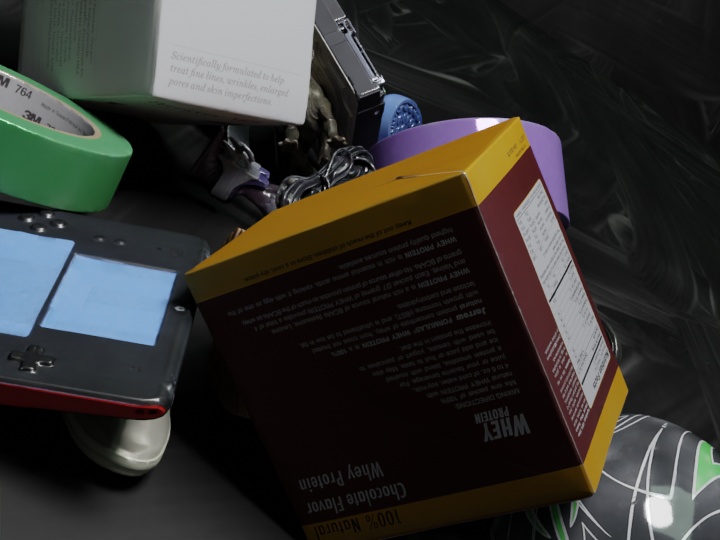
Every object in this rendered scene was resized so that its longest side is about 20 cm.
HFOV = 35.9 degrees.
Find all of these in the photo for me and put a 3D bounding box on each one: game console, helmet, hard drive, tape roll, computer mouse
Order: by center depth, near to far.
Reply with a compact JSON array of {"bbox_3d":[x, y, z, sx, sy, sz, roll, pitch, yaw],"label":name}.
[{"bbox_3d":[-0.189,0.016,0.674,0.176,0.031,0.200,6,29,-3],"label":"game console"},{"bbox_3d":[0.176,0.190,0.726,0.191,0.200,0.200,45,19,-25],"label":"helmet"},{"bbox_3d":[-0.265,-0.109,0.798,0.200,0.048,0.200,28,10,-5],"label":"tape roll"},{"bbox_3d":[0.000,0.000,0.960,0.138,0.053,0.201,-36,98,-51],"label":"computer mouse"},{"bbox_3d":[0.104,-0.076,1.100,0.199,0.199,0.086,10,71,-46],"label":"tape roll"},{"bbox_3d":[-0.029,-0.178,1.130,0.038,0.200,0.140,-24,70,-16],"label":"hard drive"}]

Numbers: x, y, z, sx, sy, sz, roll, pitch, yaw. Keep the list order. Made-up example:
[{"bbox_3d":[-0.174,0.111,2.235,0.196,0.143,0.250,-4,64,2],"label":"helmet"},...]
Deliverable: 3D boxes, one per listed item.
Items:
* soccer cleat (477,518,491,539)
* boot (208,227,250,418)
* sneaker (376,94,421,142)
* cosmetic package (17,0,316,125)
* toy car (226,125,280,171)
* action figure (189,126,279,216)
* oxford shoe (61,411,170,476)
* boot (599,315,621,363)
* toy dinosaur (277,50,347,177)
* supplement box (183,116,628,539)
[{"bbox_3d":[0.134,0.189,0.850,0.200,0.067,0.081,34,52,-25],"label":"soccer cleat"},{"bbox_3d":[-0.055,0.049,0.831,0.107,0.075,0.200,32,23,-23],"label":"boot"},{"bbox_3d":[0.022,-0.136,1.202,0.078,0.070,0.200,27,-16,16],"label":"sneaker"},{"bbox_3d":[-0.163,-0.214,0.935,0.199,0.166,0.164,8,4,43],"label":"cosmetic package"},{"bbox_3d":[-0.137,-0.194,1.129,0.164,0.157,0.201,1,66,-66],"label":"toy car"},{"bbox_3d":[-0.060,-0.051,1.011,0.199,0.069,0.130,35,19,-11],"label":"action figure"},{"bbox_3d":[-0.148,0.051,0.717,0.075,0.058,0.200,28,26,-22],"label":"oxford shoe"},{"bbox_3d":[0.138,0.038,1.059,0.210,0.080,0.158,31,5,28],"label":"boot"},{"bbox_3d":[-0.052,-0.148,1.078,0.200,0.076,0.103,63,17,-67],"label":"toy dinosaur"},{"bbox_3d":[0.035,0.043,0.701,0.201,0.196,0.133,66,28,-11],"label":"supplement box"}]
